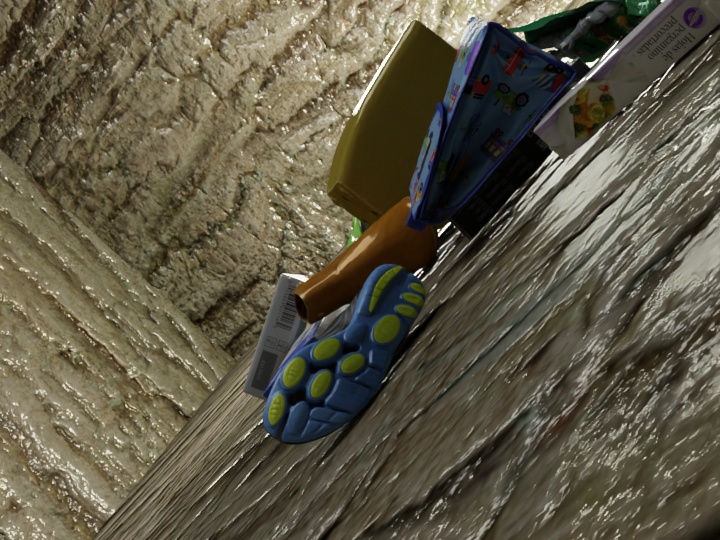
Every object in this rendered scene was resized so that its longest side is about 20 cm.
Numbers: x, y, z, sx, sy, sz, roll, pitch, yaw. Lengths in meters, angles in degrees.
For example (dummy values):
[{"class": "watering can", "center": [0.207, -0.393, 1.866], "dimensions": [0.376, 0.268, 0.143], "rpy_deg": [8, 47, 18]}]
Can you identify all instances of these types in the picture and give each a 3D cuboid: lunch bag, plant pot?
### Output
[{"class": "lunch bag", "center": [0.101, -0.124, 1.122], "dimensions": [0.201, 0.094, 0.151], "rpy_deg": [-61, 8, 11]}, {"class": "plant pot", "center": [0.065, -0.139, 1.441], "dimensions": [0.200, 0.194, 0.195], "rpy_deg": [-54, 4, -8]}]

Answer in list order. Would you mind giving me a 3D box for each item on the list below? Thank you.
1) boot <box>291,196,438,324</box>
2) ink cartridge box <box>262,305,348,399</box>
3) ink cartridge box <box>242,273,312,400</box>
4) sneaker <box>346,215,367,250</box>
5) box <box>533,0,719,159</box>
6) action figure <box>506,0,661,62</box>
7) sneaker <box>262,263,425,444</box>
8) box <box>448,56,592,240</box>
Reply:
[{"class": "boot", "center": [0.000, 0.000, 1.316], "dimensions": [0.143, 0.071, 0.201], "rpy_deg": [-29, -11, -20]}, {"class": "ink cartridge box", "center": [-0.052, 0.095, 1.421], "dimensions": [0.094, 0.044, 0.200], "rpy_deg": [-49, 3, 15]}, {"class": "ink cartridge box", "center": [-0.090, 0.088, 1.620], "dimensions": [0.200, 0.047, 0.161], "rpy_deg": [8, -80, -80]}, {"class": "sneaker", "center": [0.028, -0.037, 1.564], "dimensions": [0.200, 0.083, 0.077], "rpy_deg": [-81, -6, -56]}, {"class": "box", "center": [0.214, -0.161, 0.970], "dimensions": [0.041, 0.039, 0.200], "rpy_deg": [-51, 5, -41]}, {"class": "action figure", "center": [0.242, -0.247, 1.255], "dimensions": [0.200, 0.117, 0.055], "rpy_deg": [-15, 68, 63]}, {"class": "sneaker", "center": [-0.010, 0.077, 0.999], "dimensions": [0.200, 0.071, 0.083], "rpy_deg": [-50, -10, -41]}, {"class": "box", "center": [0.158, -0.124, 1.232], "dimensions": [0.200, 0.043, 0.160], "rpy_deg": [-48, 4, 4]}]
